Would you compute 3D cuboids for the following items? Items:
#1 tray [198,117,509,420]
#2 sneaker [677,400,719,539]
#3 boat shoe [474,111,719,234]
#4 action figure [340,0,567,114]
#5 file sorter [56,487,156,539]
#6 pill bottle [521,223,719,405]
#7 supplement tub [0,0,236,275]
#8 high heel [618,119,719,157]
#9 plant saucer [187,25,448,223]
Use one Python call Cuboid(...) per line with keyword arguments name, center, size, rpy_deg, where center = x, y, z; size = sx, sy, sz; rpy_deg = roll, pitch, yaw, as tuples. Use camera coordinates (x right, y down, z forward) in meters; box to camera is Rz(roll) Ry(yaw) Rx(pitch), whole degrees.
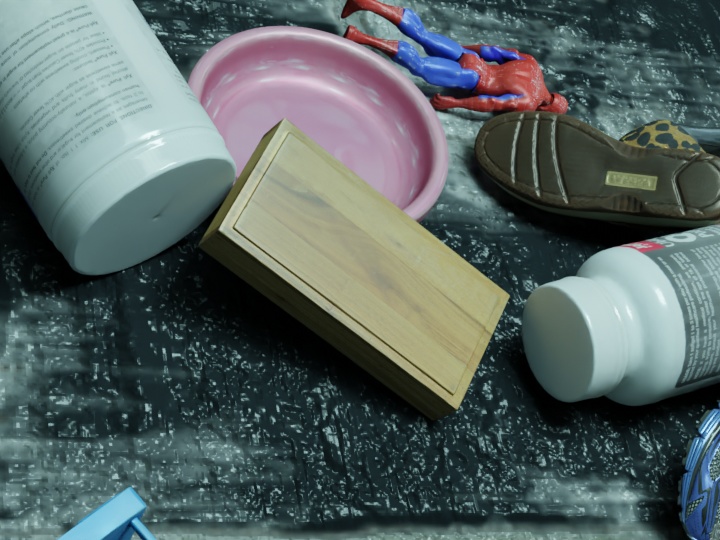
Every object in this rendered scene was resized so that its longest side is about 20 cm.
Cuboid(name="tray", center=(0.000, 0.000, 1.049), size=(0.199, 0.037, 0.099), rpy_deg=(37, 58, -14))
Cuboid(name="sneaker", center=(0.282, 0.111, 1.060), size=(0.078, 0.076, 0.200), rpy_deg=(28, 69, 39))
Cuboid(name="boat shoe", center=(0.185, -0.065, 1.209), size=(0.201, 0.075, 0.075), rpy_deg=(18, 81, 18))
Cuboid(name="action figure", center=(0.076, -0.161, 1.257), size=(0.198, 0.052, 0.066), rpy_deg=(18, 53, -15))
Cuboid(name="file sorter", center=(-0.143, 0.228, 0.748), size=(0.123, 0.201, 0.138), rpy_deg=(44, 50, 13))
Cuboid(name="pill bottle", center=(0.215, 0.032, 1.114), size=(0.199, 0.111, 0.111), rpy_deg=(-12, 58, -30))
Cuboid(name="supplement tub", center=(-0.185, -0.113, 1.041), size=(0.131, 0.132, 0.201), rpy_deg=(-22, 71, -35))
Cuboid(name="high heel", center=(0.275, -0.032, 1.231), size=(0.141, 0.072, 0.201), rpy_deg=(-1, 54, -11))
Cuboid(name="plant saucer", center=(-0.036, -0.090, 1.151), size=(0.199, 0.051, 0.202), rpy_deg=(12, 48, -14))
